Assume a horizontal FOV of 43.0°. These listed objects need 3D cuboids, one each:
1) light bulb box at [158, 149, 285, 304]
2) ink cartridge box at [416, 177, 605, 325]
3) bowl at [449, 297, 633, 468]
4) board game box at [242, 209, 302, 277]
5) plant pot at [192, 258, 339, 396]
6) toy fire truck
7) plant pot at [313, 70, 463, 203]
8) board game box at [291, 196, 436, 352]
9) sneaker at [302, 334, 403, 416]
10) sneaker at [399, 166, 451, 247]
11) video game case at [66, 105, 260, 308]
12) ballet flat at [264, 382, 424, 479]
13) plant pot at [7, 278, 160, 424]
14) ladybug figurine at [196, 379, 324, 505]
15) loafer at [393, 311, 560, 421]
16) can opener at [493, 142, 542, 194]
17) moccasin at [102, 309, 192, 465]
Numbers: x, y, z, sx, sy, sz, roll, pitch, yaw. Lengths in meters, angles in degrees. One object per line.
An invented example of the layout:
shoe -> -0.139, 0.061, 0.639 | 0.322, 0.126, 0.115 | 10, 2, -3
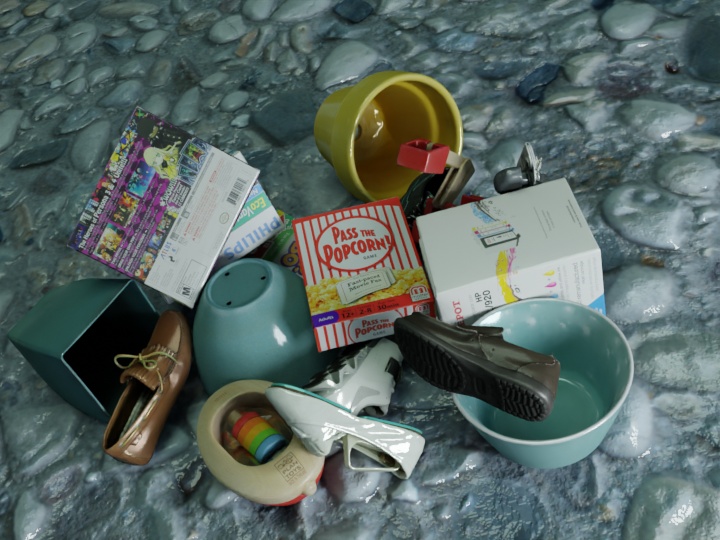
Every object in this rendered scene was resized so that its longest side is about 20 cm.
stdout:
light bulb box -> -0.230, -0.070, 1.308 | 0.197, 0.126, 0.200 | -34, 14, -7
ink cartridge box -> 0.184, 0.007, 1.134 | 0.197, 0.148, 0.146 | -15, 42, 4
bowl -> 0.204, 0.139, 1.019 | 0.198, 0.106, 0.202 | -11, 42, 10
board game box -> -0.093, -0.024, 1.356 | 0.199, 0.030, 0.095 | 30, 61, 37
plant pot -> -0.138, 0.065, 1.197 | 0.197, 0.136, 0.202 | -10, 43, 9
toy fire truck -> 0.120, -0.100, 1.215 | 0.048, 0.143, 0.199 | 21, 19, 37
plant pot -> 0.026, -0.205, 1.394 | 0.200, 0.202, 0.188 | -34, 28, -17
board game box -> 0.000, 0.000, 1.162 | 0.149, 0.047, 0.201 | -13, 45, -3
sneaker -> 0.015, 0.130, 1.131 | 0.199, 0.089, 0.074 | -37, 9, -40
sneaker -> 0.068, -0.072, 1.279 | 0.201, 0.075, 0.079 | -55, 10, -20
video game case -> -0.252, -0.080, 1.180 | 0.180, 0.036, 0.202 | 26, 86, -6
ballet flat -> -0.019, 0.185, 1.020 | 0.198, 0.070, 0.070 | 22, 41, -17
plant pot -> -0.378, 0.101, 1.246 | 0.198, 0.142, 0.142 | 6, 46, 39
ladybug figurine -> -0.113, 0.210, 1.082 | 0.135, 0.072, 0.200 | -36, 45, -17
loafer -> 0.125, 0.093, 0.974 | 0.198, 0.074, 0.071 | 25, 52, 28
can opener -> 0.203, -0.109, 1.215 | 0.065, 0.200, 0.053 | -9, 74, 1
moccasin -> -0.275, 0.143, 1.166 | 0.073, 0.078, 0.203 | 9, 68, 37
